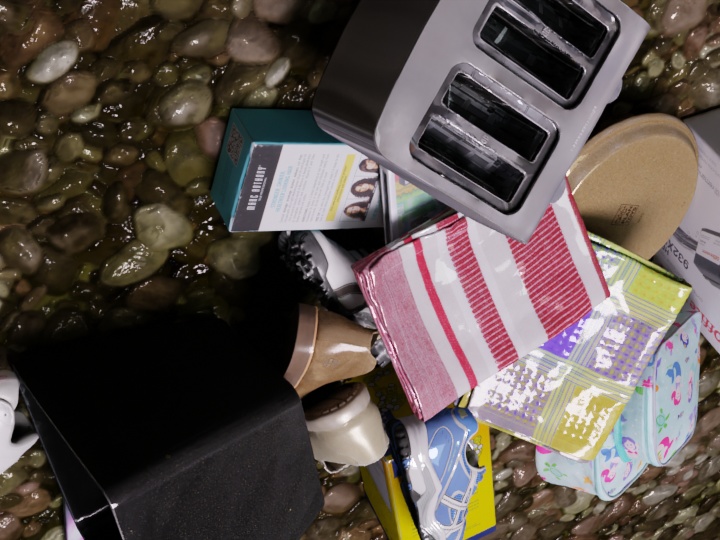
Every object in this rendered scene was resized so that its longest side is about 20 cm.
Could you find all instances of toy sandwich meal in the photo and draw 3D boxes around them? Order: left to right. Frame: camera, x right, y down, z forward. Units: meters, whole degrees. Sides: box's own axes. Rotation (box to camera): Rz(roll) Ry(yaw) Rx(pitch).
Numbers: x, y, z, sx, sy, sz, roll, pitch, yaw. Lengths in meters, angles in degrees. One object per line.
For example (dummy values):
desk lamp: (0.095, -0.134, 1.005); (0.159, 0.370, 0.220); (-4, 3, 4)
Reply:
toy sandwich meal: (0.214, -0.067, 1.102); (0.204, 0.070, 0.206); (-19, 135, -20)

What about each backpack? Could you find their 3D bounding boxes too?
backpack: (0.245, 0.117, 1.175); (0.177, 0.150, 0.202); (-24, 124, -53)

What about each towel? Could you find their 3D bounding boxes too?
towel: (0.103, 0.012, 0.973); (0.199, 0.023, 0.145); (-31, 111, -16)
towel: (0.183, 0.068, 1.060); (0.143, 0.023, 0.201); (25, 111, -4)

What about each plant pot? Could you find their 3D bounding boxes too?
plant pot: (-0.144, 0.155, 0.992); (0.177, 0.199, 0.201); (-29, 129, -22)

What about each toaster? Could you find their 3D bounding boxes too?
toaster: (0.078, -0.141, 0.838); (0.199, 0.119, 0.182); (28, 93, -30)

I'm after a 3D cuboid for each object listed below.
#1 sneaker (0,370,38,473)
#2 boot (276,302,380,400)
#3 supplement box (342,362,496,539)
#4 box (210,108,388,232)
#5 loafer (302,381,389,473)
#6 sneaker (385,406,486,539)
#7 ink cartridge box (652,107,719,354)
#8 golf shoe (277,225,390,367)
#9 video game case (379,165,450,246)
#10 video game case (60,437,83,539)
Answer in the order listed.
sneaker: (-0.318, 0.099, 0.936); (0.099, 0.078, 0.200); (-35, 148, -6)
boot: (-0.033, 0.081, 1.027); (0.075, 0.074, 0.200); (9, 163, -9)
supplement box: (0.062, 0.189, 1.218); (0.109, 0.109, 0.201); (-22, 138, -11)
box: (-0.013, -0.079, 0.958); (0.198, 0.049, 0.083); (-2, 130, -30)
loafer: (-0.026, 0.141, 1.077); (0.075, 0.069, 0.200); (-30, -178, -12)
sneaker: (0.078, 0.199, 1.098); (0.076, 0.076, 0.201); (-20, 137, -7)
ink cartridge box: (0.361, -0.035, 1.157); (0.083, 0.145, 0.201); (-17, 137, -16)
golf shoe: (0.000, 0.000, 1.035); (0.094, 0.078, 0.200); (-43, 146, -2)
video game case: (0.084, -0.063, 0.977); (0.142, 0.017, 0.201); (-21, 132, -18)
video game case: (-0.207, 0.198, 1.133); (0.142, 0.019, 0.201); (-12, 136, -22)
